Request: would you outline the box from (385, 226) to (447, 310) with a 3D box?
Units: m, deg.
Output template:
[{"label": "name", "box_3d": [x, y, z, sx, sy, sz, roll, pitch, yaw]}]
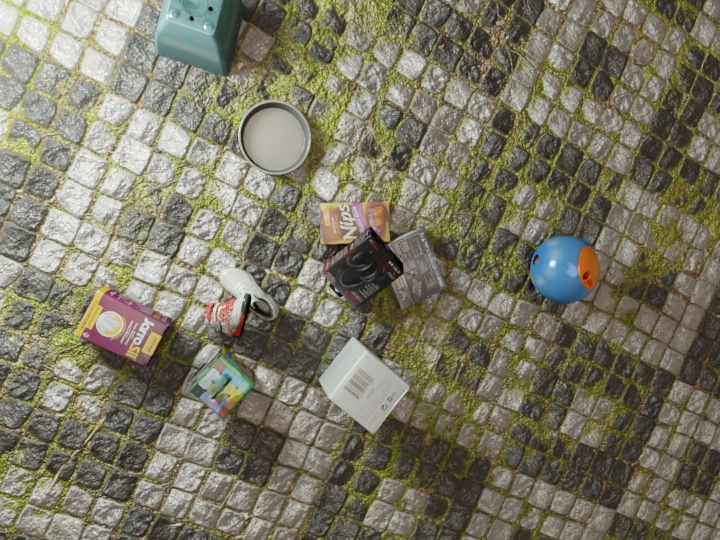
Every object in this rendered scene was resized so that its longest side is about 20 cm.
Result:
[{"label": "box", "box_3d": [0.149, -0.006, 1.688, 0.157, 0.048, 0.201, -25, 100, -8]}]

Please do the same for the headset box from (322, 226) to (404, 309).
[{"label": "headset box", "box_3d": [0.000, 0.000, 1.609, 0.200, 0.077, 0.149, -37, 108, 15]}]

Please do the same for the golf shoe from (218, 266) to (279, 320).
[{"label": "golf shoe", "box_3d": [-0.303, 0.063, 1.570, 0.200, 0.097, 0.078, 39, 87, -12]}]

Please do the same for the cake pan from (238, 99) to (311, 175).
[{"label": "cake pan", "box_3d": [-0.235, -0.364, 1.575, 0.198, 0.037, 0.202, -1, 96, -12]}]

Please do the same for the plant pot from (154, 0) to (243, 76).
[{"label": "plant pot", "box_3d": [-0.404, -0.634, 1.430, 0.195, 0.200, 0.197, 15, 91, -14]}]

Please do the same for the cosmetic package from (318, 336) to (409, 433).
[{"label": "cosmetic package", "box_3d": [0.006, 0.315, 1.607, 0.166, 0.200, 0.168, 40, 86, -12]}]

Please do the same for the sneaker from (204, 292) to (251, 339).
[{"label": "sneaker", "box_3d": [-0.357, 0.111, 1.523, 0.107, 0.202, 0.068, 21, 54, -6]}]

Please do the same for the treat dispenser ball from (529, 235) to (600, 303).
[{"label": "treat dispenser ball", "box_3d": [0.611, -0.003, 1.713, 0.199, 0.201, 0.203, -1, 95, -12]}]

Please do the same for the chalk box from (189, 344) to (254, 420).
[{"label": "chalk box", "box_3d": [-0.366, 0.300, 1.523, 0.124, 0.200, 0.125, 45, 85, -12]}]

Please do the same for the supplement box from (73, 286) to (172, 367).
[{"label": "supplement box", "box_3d": [-0.619, 0.147, 1.503, 0.199, 0.103, 0.132, 28, 88, -14]}]

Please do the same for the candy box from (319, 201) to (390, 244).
[{"label": "candy box", "box_3d": [-0.017, -0.137, 1.636, 0.198, 0.056, 0.118, -3, 97, -11]}]
